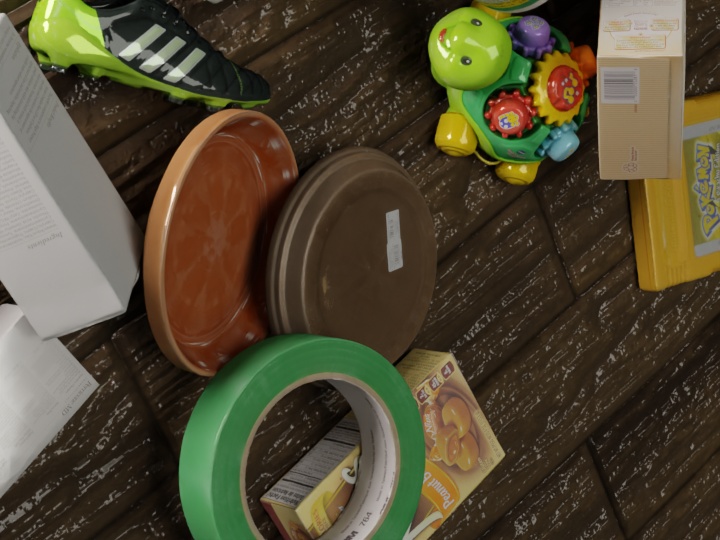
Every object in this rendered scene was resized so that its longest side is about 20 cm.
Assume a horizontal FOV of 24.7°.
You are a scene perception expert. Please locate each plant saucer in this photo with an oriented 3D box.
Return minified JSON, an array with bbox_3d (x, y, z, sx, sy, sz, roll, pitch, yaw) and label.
[{"bbox_3d":[-0.105,-0.022,1.232,0.200,0.032,0.201,-38,134,-54],"label":"plant saucer"},{"bbox_3d":[0.000,0.000,1.336,0.200,0.029,0.201,-12,106,-48],"label":"plant saucer"}]

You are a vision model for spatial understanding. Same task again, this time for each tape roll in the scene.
[{"bbox_3d":[-0.041,0.150,1.256,0.200,0.048,0.201,-3,95,-37],"label":"tape roll"}]

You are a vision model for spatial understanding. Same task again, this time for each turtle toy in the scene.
[{"bbox_3d":[0.128,-0.162,1.406,0.200,0.101,0.146,21,80,-37],"label":"turtle toy"}]

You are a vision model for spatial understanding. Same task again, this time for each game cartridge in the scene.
[{"bbox_3d":[0.343,-0.085,1.627,0.200,0.032,0.177,-16,102,-38],"label":"game cartridge"}]

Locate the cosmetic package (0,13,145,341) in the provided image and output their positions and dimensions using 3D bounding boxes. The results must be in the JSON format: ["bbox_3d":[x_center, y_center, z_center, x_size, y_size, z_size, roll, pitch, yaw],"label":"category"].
[{"bbox_3d":[-0.229,-0.062,1.115,0.102,0.074,0.200,-85,151,-59],"label":"cosmetic package"}]

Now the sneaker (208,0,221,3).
[{"bbox_3d":[-0.092,-0.304,1.221,0.075,0.099,0.201,-68,150,-69],"label":"sneaker"}]

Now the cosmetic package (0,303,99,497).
[{"bbox_3d":[-0.278,0.123,1.132,0.200,0.051,0.083,-50,118,-25],"label":"cosmetic package"}]

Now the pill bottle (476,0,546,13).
[{"bbox_3d":[0.081,-0.279,1.274,0.200,0.112,0.113,16,83,-56],"label":"pill bottle"}]

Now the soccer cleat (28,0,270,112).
[{"bbox_3d":[-0.146,-0.167,1.209,0.199,0.067,0.081,12,94,-35],"label":"soccer cleat"}]

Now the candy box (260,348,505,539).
[{"bbox_3d":[0.022,0.172,1.371,0.200,0.055,0.116,-43,117,-28],"label":"candy box"}]

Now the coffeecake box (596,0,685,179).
[{"bbox_3d":[0.245,-0.204,1.427,0.154,0.073,0.201,77,18,-51],"label":"coffeecake box"}]
